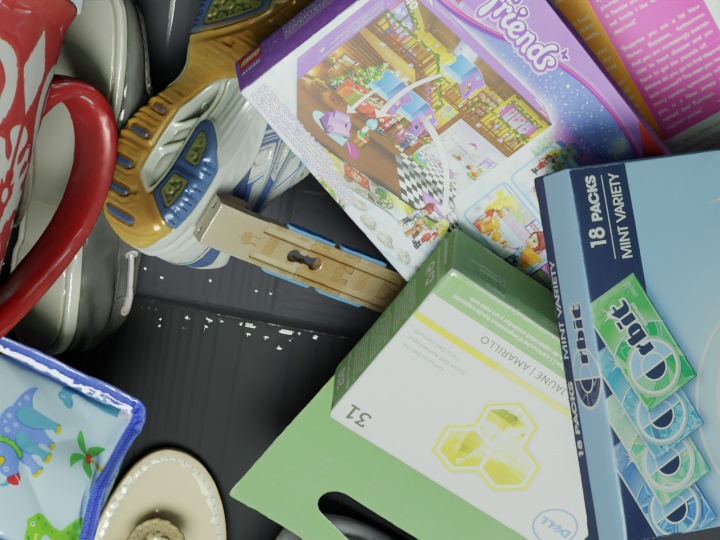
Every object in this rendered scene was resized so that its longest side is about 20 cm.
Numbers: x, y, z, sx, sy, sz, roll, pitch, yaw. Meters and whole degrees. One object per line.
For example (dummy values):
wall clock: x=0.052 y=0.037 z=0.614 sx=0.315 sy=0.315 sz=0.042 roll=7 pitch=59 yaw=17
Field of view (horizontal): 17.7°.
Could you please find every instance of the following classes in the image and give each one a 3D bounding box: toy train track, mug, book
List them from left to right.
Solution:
mug: x=-0.192 y=-0.030 z=1.038 sx=0.176 sy=0.133 sz=0.202 roll=13 pitch=85 yaw=-19
toy train track: x=0.000 y=0.000 z=1.166 sx=0.199 sy=0.033 sz=0.115 roll=21 pitch=109 yaw=-35
book: x=0.124 y=-0.094 z=1.140 sx=0.133 sy=0.048 sz=0.201 roll=-26 pitch=110 yaw=13

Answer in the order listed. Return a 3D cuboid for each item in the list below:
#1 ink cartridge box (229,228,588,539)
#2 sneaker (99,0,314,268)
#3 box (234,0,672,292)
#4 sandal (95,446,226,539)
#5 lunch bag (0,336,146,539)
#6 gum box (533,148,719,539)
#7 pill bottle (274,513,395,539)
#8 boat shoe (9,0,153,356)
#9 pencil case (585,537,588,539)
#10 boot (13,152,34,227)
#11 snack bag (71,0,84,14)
ink cartridge box: x=0.044 y=0.093 z=1.133 sx=0.145 sy=0.048 sz=0.200 roll=33 pitch=118 yaw=-14
sneaker: x=-0.047 y=-0.090 z=1.148 sx=0.200 sy=0.088 sz=0.075 roll=-50 pitch=58 yaw=4
box: x=0.055 y=-0.063 z=1.098 sx=0.137 sy=0.039 sz=0.200 roll=-36 pitch=116 yaw=11
sandal: x=-0.122 y=0.203 z=1.230 sx=0.077 sy=0.070 sz=0.213 roll=22 pitch=91 yaw=-13
lunch bag: x=-0.231 y=0.091 z=1.169 sx=0.199 sy=0.128 sz=0.170 roll=25 pitch=149 yaw=-11
gum box: x=0.190 y=0.026 z=1.078 sx=0.199 sy=0.045 sz=0.171 roll=-7 pitch=88 yaw=-18
pill bottle: x=-0.041 y=0.242 z=1.251 sx=0.119 sy=0.120 sz=0.201 roll=30 pitch=113 yaw=-8
boat shoe: x=-0.136 y=-0.053 z=1.177 sx=0.067 sy=0.057 sz=0.201 roll=25 pitch=113 yaw=33
pencil case: x=0.147 y=0.206 z=1.241 sx=0.200 sy=0.085 sz=0.093 roll=42 pitch=67 yaw=-13
boot: x=-0.236 y=-0.042 z=1.161 sx=0.145 sy=0.070 sz=0.202 roll=12 pitch=104 yaw=16
snack bag: x=-0.205 y=-0.233 z=1.080 sx=0.187 sy=0.021 sz=0.202 roll=10 pitch=97 yaw=-3
